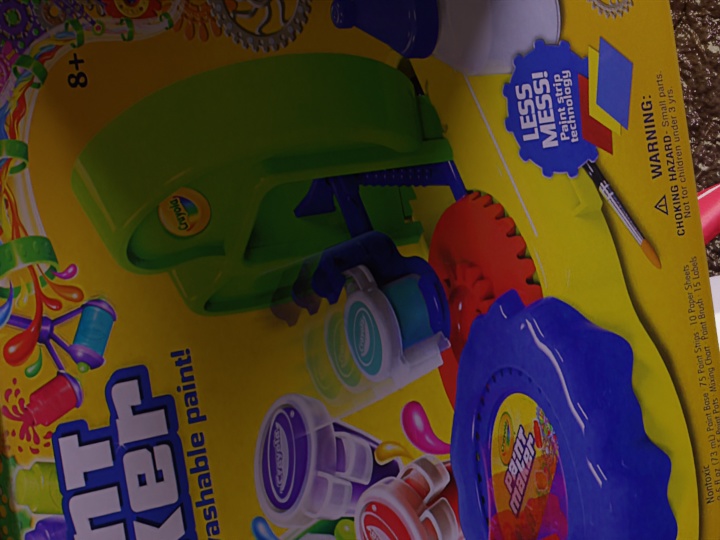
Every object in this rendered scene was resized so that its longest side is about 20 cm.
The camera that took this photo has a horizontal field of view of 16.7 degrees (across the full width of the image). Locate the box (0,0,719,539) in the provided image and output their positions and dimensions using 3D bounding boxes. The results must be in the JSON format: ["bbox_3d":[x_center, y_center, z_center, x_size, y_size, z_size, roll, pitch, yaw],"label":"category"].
[{"bbox_3d":[-0.025,0.037,0.559,0.192,0.202,0.122,-11,3,-36],"label":"box"}]

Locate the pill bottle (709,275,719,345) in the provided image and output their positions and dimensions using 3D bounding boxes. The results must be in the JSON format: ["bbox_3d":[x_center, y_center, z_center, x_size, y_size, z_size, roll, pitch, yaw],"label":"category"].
[{"bbox_3d":[0.156,0.050,0.781,0.198,0.113,0.112,-10,0,3],"label":"pill bottle"}]

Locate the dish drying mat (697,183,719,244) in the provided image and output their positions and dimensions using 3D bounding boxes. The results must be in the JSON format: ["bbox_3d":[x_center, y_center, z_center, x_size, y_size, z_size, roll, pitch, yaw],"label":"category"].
[{"bbox_3d":[0.086,0.025,1.037,0.200,0.018,0.077,-37,5,-27],"label":"dish drying mat"}]
